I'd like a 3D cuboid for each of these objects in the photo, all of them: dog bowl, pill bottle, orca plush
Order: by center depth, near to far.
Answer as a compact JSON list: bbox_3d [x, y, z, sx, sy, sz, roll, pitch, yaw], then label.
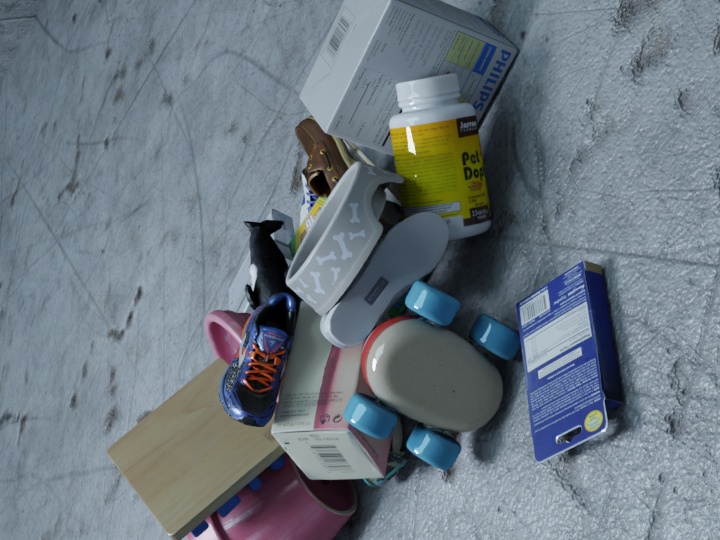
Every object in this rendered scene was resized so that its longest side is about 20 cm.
[{"bbox_3d":[-0.023,-0.045,1.577,0.200,0.059,0.200,-58,9,14],"label":"dog bowl"},{"bbox_3d":[0.097,-0.140,1.612,0.109,0.109,0.200,3,104,59],"label":"pill bottle"},{"bbox_3d":[-0.101,0.006,1.767,0.071,0.105,0.200,-29,46,27],"label":"orca plush"}]

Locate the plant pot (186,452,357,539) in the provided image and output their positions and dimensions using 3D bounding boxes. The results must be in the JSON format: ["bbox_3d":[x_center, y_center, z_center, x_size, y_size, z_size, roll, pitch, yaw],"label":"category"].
[{"bbox_3d":[-0.111,0.325,1.753,0.179,0.200,0.200,-41,42,22],"label":"plant pot"}]

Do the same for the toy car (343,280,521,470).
[{"bbox_3d":[0.067,0.110,1.575,0.184,0.177,0.200,-62,19,2],"label":"toy car"}]

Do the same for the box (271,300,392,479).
[{"bbox_3d":[-0.023,0.149,1.641,0.109,0.128,0.200,-5,52,23],"label":"box"}]

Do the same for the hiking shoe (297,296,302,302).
[{"bbox_3d":[-0.088,0.018,1.944,0.200,0.074,0.087,36,109,58],"label":"hiking shoe"}]

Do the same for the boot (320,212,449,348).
[{"bbox_3d":[0.022,0.008,1.574,0.200,0.074,0.096,-46,10,-8],"label":"boot"}]

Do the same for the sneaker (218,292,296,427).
[{"bbox_3d":[-0.122,0.104,1.592,0.078,0.075,0.200,120,164,-46],"label":"sneaker"}]

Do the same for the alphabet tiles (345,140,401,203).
[{"bbox_3d":[0.012,-0.145,1.770,0.008,0.167,0.200,-42,34,2],"label":"alphabet tiles"}]

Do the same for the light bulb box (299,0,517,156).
[{"bbox_3d":[0.060,-0.259,1.697,0.198,0.200,0.125,-62,31,21],"label":"light bulb box"}]

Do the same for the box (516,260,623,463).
[{"bbox_3d":[0.229,0.104,1.424,0.121,0.032,0.200,-38,45,47],"label":"box"}]

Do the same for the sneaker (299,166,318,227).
[{"bbox_3d":[-0.058,-0.095,1.892,0.115,0.081,0.199,75,-161,-71],"label":"sneaker"}]

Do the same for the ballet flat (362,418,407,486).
[{"bbox_3d":[0.019,0.194,1.715,0.074,0.074,0.200,-53,39,33],"label":"ballet flat"}]

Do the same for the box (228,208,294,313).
[{"bbox_3d":[-0.149,0.011,1.945,0.156,0.041,0.200,-61,16,16],"label":"box"}]

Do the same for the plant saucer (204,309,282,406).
[{"bbox_3d":[-0.135,0.133,1.742,0.201,0.051,0.201,47,158,25],"label":"plant saucer"}]

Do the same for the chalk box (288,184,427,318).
[{"bbox_3d":[0.000,0.000,1.759,0.124,0.124,0.200,-55,35,30],"label":"chalk box"}]

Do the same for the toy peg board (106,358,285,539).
[{"bbox_3d":[-0.195,0.252,1.705,0.200,0.098,0.199,-40,43,-11],"label":"toy peg board"}]

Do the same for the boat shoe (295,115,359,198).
[{"bbox_3d":[-0.044,-0.137,1.734,0.200,0.068,0.072,54,165,39],"label":"boat shoe"}]
